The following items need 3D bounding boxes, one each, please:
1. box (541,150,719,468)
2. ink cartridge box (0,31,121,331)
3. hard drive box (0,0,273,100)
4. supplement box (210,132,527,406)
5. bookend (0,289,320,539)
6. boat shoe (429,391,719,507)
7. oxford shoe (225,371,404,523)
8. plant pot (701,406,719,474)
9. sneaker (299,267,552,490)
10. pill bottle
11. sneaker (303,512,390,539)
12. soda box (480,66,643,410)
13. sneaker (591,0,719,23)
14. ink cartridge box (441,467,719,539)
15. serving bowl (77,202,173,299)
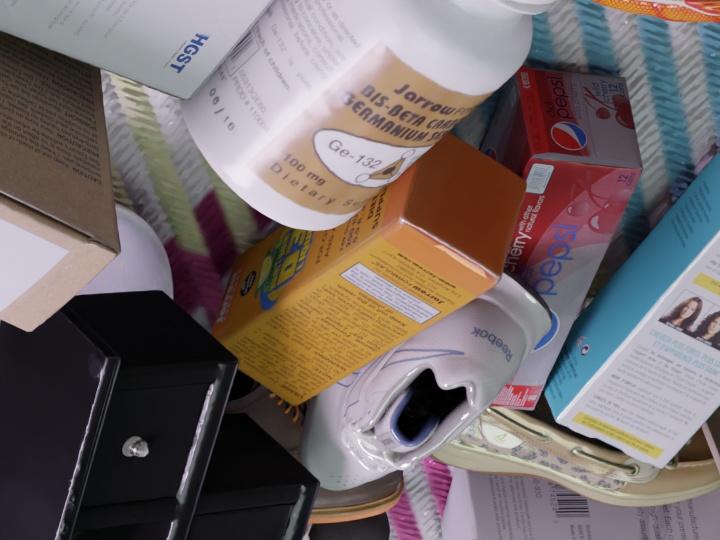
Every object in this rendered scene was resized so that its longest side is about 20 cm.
[{"bbox_3d":[0.188,0.011,1.572,0.082,0.049,0.200,25,116,-30],"label":"box"},{"bbox_3d":[-0.213,-0.084,1.336,0.200,0.165,0.075,27,128,-34],"label":"ink cartridge box"},{"bbox_3d":[-0.124,-0.179,1.309,0.200,0.077,0.156,21,132,-29],"label":"hard drive box"},{"bbox_3d":[0.000,0.000,1.498,0.069,0.067,0.200,29,145,-19],"label":"supplement box"},{"bbox_3d":[-0.100,0.103,1.517,0.200,0.092,0.199,-3,120,-41],"label":"bookend"},{"bbox_3d":[0.129,0.086,1.663,0.199,0.073,0.063,6,140,-15],"label":"boat shoe"},{"bbox_3d":[-0.053,0.087,1.638,0.200,0.071,0.073,17,129,-26],"label":"oxford shoe"},{"bbox_3d":[0.329,0.084,1.618,0.177,0.200,0.200,14,136,-39],"label":"plant pot"},{"bbox_3d":[0.018,0.068,1.529,0.074,0.087,0.200,37,139,-7],"label":"sneaker"},{"bbox_3d":[0.016,-0.118,1.375,0.114,0.115,0.200,25,129,-33],"label":"pill bottle"},{"bbox_3d":[-0.075,0.139,1.689,0.199,0.074,0.089,2,140,-13],"label":"sneaker"},{"bbox_3d":[0.086,-0.015,1.540,0.063,0.070,0.200,5,138,-15],"label":"soda box"},{"bbox_3d":[0.192,-0.138,1.419,0.199,0.073,0.077,3,148,-9],"label":"sneaker"},{"bbox_3d":[0.158,0.183,1.725,0.199,0.147,0.083,1,140,-10],"label":"ink cartridge box"},{"bbox_3d":[-0.193,0.038,1.514,0.200,0.066,0.200,-33,142,-31],"label":"serving bowl"}]
